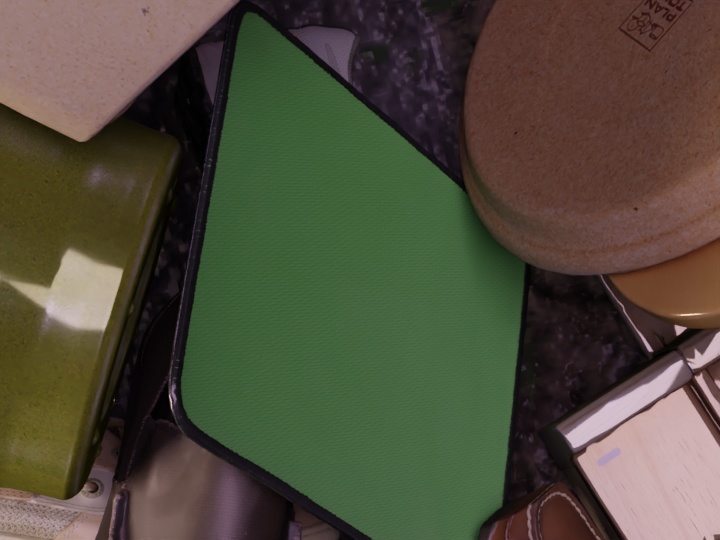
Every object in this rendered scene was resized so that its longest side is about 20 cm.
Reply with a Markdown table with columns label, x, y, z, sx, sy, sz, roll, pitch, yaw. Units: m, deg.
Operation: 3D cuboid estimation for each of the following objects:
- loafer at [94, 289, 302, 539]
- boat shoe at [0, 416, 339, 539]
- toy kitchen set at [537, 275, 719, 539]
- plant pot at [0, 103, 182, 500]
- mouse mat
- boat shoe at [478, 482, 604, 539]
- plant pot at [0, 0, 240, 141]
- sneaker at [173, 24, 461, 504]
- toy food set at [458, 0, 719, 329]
| label | x | y | z | sx | sy | sz | roll | pitch | yaw |
| --- | --- | --- | --- | --- | --- | --- | --- | --- | --- |
| loafer | -0.056 | 0.081 | 0.919 | 0.073 | 0.071 | 0.200 | 6 | 57 | -10 |
| boat shoe | -0.107 | 0.080 | 0.987 | 0.199 | 0.072 | 0.065 | 0 | 85 | -1 |
| toy kitchen set | 0.158 | -0.003 | 0.970 | 0.200 | 0.180 | 0.163 | -32 | 87 | -9 |
| plant pot | -0.167 | -0.011 | 0.918 | 0.192 | 0.200 | 0.201 | 16 | 82 | -1 |
| mouse mat | 0.002 | 0.017 | 0.949 | 0.008 | 0.200 | 0.161 | -10 | 58 | 32 |
| boat shoe | 0.112 | 0.168 | 0.986 | 0.074 | 0.076 | 0.200 | -22 | 97 | 34 |
| plant pot | -0.094 | -0.161 | 0.874 | 0.200 | 0.200 | 0.177 | -41 | 102 | 14 |
| sneaker | 0.000 | 0.000 | 1.007 | 0.079 | 0.074 | 0.201 | -20 | 86 | -14 |
| toy food set | 0.121 | -0.081 | 0.980 | 0.049 | 0.200 | 0.198 | 38 | 79 | -37 |
